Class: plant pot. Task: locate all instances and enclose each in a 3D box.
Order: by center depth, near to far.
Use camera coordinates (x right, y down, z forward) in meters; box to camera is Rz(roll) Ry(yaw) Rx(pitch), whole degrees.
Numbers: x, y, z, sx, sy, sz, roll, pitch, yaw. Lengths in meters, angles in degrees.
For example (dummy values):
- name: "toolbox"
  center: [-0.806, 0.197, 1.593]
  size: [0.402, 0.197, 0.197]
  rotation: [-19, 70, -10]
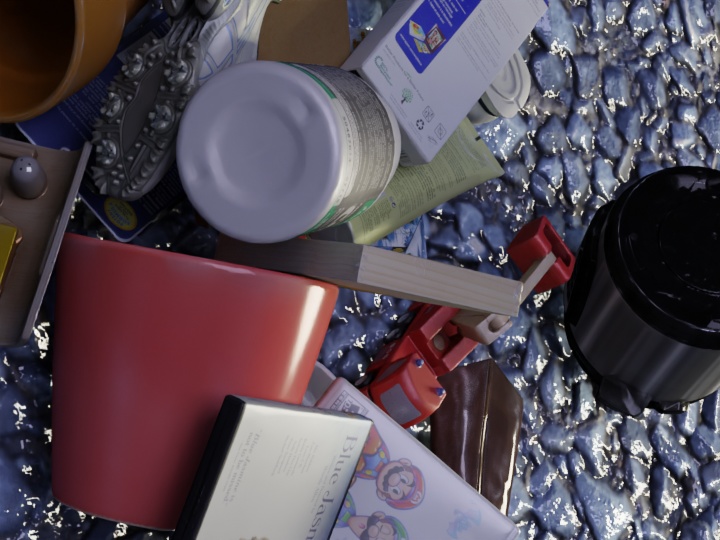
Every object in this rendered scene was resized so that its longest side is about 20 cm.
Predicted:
- name: "plant pot"
  center: [-0.126, 0.079, 1.002]
  size: [0.199, 0.200, 0.179]
  rotation: [12, 88, -32]
- name: "plant pot"
  center: [-0.217, -0.230, 1.011]
  size: [0.201, 0.199, 0.183]
  rotation: [58, 40, -10]

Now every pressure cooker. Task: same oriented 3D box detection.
- name: "pressure cooker"
  center: [0.271, 0.028, 1.288]
  size: [0.174, 0.200, 0.180]
  rotation: [-15, 66, -16]

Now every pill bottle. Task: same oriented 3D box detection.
- name: "pill bottle"
  center: [-0.039, -0.083, 0.984]
  size: [0.200, 0.112, 0.114]
  rotation: [-24, 95, -74]

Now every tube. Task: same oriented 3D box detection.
- name: "tube"
  center: [0.039, -0.071, 1.184]
  size: [0.200, 0.052, 0.058]
  rotation: [-35, 130, -39]

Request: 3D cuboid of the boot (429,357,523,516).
- name: "boot"
  center: [0.055, 0.160, 1.185]
  size: [0.185, 0.064, 0.202]
  rotation: [20, 68, -34]

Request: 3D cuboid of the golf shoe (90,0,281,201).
- name: "golf shoe"
  center: [-0.106, -0.129, 0.979]
  size: [0.097, 0.078, 0.201]
  rotation: [32, 81, -51]

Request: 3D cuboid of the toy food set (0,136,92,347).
- name: "toy food set"
  center: [-0.288, -0.042, 0.948]
  size: [0.198, 0.060, 0.145]
  rotation: [13, 69, -1]

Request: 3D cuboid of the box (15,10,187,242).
- name: "box"
  center: [-0.158, -0.109, 1.084]
  size: [0.121, 0.032, 0.200]
  rotation: [49, 47, -4]

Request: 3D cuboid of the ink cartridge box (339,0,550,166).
- name: "ink cartridge box"
  center: [0.070, -0.186, 1.170]
  size: [0.200, 0.039, 0.100]
  rotation: [-51, 117, -27]

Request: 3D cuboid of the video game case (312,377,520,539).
- name: "video game case"
  center: [-0.009, 0.213, 1.082]
  size: [0.182, 0.024, 0.200]
  rotation: [40, 81, -5]

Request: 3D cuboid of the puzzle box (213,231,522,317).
- name: "puzzle box"
  center: [0.000, 0.000, 1.009]
  size: [0.132, 0.199, 0.026]
  rotation: [12, 88, -33]

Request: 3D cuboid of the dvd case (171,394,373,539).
- name: "dvd case"
  center: [-0.061, 0.158, 0.971]
  size: [0.200, 0.017, 0.144]
  rotation: [20, 91, -65]

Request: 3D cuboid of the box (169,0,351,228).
- name: "box"
  center: [-0.067, -0.150, 1.082]
  size: [0.163, 0.021, 0.202]
  rotation: [-25, 119, -41]

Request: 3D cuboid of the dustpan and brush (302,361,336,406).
- name: "dustpan and brush"
  center: [-0.061, 0.093, 1.117]
  size: [0.139, 0.057, 0.202]
  rotation: [-9, 85, -36]

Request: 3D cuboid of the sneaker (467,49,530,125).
- name: "sneaker"
  center: [0.068, -0.215, 1.245]
  size: [0.076, 0.080, 0.201]
  rotation: [-35, 109, -34]

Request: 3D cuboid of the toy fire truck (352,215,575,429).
- name: "toy fire truck"
  center: [0.084, 0.046, 1.173]
  size: [0.049, 0.141, 0.200]
  rotation: [52, 39, -12]

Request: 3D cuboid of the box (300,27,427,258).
- name: "box"
  center: [-0.017, -0.101, 1.202]
  size: [0.136, 0.040, 0.202]
  rotation: [2, 79, -36]
